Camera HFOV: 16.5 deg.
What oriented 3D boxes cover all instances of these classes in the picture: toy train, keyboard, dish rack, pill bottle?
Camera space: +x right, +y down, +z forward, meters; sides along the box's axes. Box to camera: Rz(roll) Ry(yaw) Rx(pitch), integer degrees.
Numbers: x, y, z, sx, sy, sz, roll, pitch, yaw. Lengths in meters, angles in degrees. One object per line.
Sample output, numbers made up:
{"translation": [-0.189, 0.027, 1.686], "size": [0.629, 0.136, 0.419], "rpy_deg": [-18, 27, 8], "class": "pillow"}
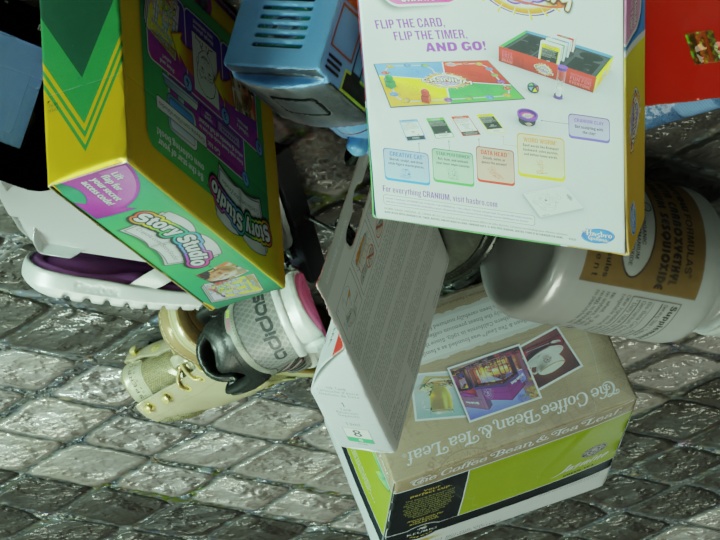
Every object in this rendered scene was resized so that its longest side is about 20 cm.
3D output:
{"translation": [0.003, -0.126, 1.447], "size": [0.086, 0.115, 0.200], "rpy_deg": [9, 164, 32], "class": "toy train"}
{"translation": [-0.050, -0.038, 1.683], "size": [0.127, 0.021, 0.200], "rpy_deg": [28, 163, 18], "class": "keyboard"}
{"translation": [-0.153, -0.042, 1.646], "size": [0.199, 0.044, 0.172], "rpy_deg": [9, 158, 10], "class": "dish rack"}
{"translation": [0.195, -0.009, 1.756], "size": [0.200, 0.115, 0.114], "rpy_deg": [10, 152, -29], "class": "pill bottle"}

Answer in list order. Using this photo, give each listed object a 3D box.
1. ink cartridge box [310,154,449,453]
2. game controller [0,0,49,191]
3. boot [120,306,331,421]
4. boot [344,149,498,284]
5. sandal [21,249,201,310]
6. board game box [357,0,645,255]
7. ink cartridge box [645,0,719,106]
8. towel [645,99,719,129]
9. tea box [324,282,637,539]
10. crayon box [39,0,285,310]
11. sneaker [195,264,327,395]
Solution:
{"translation": [0.000, 0.000, 1.603], "size": [0.050, 0.161, 0.200], "rpy_deg": [4, 147, 22], "class": "ink cartridge box"}
{"translation": [-0.238, -0.118, 1.463], "size": [0.200, 0.105, 0.042], "rpy_deg": [21, -175, -44], "class": "game controller"}
{"translation": [-0.128, 0.065, 1.902], "size": [0.155, 0.073, 0.200], "rpy_deg": [-19, 165, 29], "class": "boot"}
{"translation": [0.045, -0.066, 1.689], "size": [0.130, 0.068, 0.200], "rpy_deg": [18, 148, -19], "class": "boot"}
{"translation": [-0.140, -0.006, 1.772], "size": [0.202, 0.082, 0.050], "rpy_deg": [-1, 113, -25], "class": "sandal"}
{"translation": [0.077, -0.109, 1.340], "size": [0.153, 0.040, 0.200], "rpy_deg": [9, 129, 17], "class": "board game box"}
{"translation": [0.107, -0.158, 1.345], "size": [0.173, 0.044, 0.200], "rpy_deg": [-5, 122, 28], "class": "ink cartridge box"}
{"translation": [0.226, -0.127, 1.540], "size": [0.200, 0.049, 0.112], "rpy_deg": [-15, -175, 27], "class": "towel"}
{"translation": [0.088, 0.109, 1.918], "size": [0.199, 0.134, 0.197], "rpy_deg": [-18, 158, -12], "class": "tea box"}
{"translation": [-0.115, -0.094, 1.444], "size": [0.058, 0.173, 0.200], "rpy_deg": [-14, 154, 20], "class": "crayon box"}
{"translation": [-0.072, 0.043, 1.698], "size": [0.087, 0.074, 0.200], "rpy_deg": [-20, 178, -3], "class": "sneaker"}
